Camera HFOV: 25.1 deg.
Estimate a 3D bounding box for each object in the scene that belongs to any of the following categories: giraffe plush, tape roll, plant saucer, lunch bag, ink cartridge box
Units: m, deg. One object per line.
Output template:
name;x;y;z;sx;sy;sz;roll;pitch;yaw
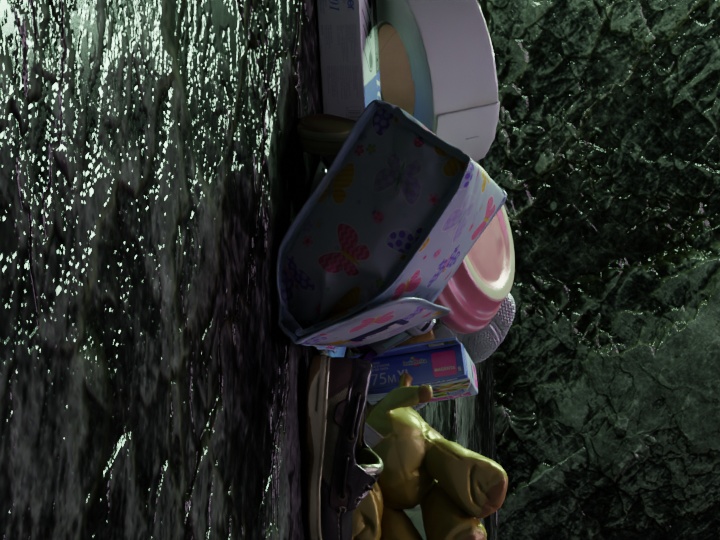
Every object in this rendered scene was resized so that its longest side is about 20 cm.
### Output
giraffe plush;0.037;0.188;1.566;0.201;0.172;0.162;56;2;-6
tape roll;0.062;-0.196;1.580;0.202;0.070;0.205;167;-90;-72
plant saucer;0.108;-0.037;1.689;0.200;0.050;0.202;38;44;-50
lunch bag;0.020;-0.018;1.336;0.201;0.127;0.170;-54;164;2
ink cartridge box;-0.009;-0.192;1.534;0.094;0.044;0.202;-60;148;-71
ink cartridge box;0.057;0.111;1.703;0.200;0.118;0.042;57;24;-74

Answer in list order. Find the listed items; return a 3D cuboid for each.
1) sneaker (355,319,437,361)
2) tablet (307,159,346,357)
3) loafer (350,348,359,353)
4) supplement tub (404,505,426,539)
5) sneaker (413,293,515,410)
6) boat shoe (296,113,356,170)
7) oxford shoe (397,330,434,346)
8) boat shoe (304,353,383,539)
sneaker;0.000;0.000;1.495;0.074;0.087;0.201;47;13;-38
tablet;-0.031;0.007;1.484;0.130;0.013;0.202;-76;164;-60
loafer;0.039;0.007;1.676;0.076;0.067;0.201;83;25;-46
supplement tub;0.073;0.302;1.803;0.123;0.121;0.202;-77;164;-58
sneaker;0.093;0.069;1.858;0.075;0.200;0.114;38;23;-21
boat shoe;0.003;-0.099;1.440;0.200;0.072;0.066;0;104;-65
oxford shoe;0.057;0.032;1.824;0.201;0.071;0.072;-93;158;-56
boat shoe;-0.013;0.172;1.412;0.072;0.065;0.203;-62;151;-73
